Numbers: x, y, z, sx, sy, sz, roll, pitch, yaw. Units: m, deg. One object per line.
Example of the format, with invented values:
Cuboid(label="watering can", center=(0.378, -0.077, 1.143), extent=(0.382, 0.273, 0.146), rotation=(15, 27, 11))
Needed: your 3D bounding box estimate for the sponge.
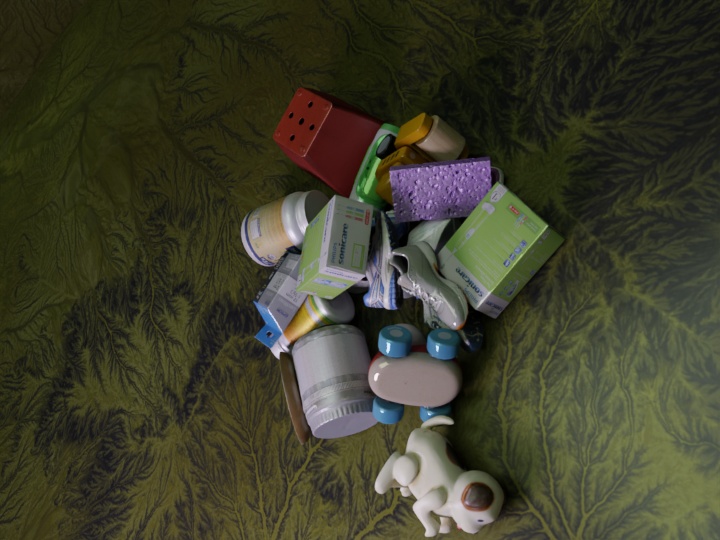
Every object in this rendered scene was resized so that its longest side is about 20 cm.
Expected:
Cuboid(label="sponge", center=(0.161, -0.158, 1.355), extent=(0.198, 0.113, 0.030), rotation=(-4, 26, 7))

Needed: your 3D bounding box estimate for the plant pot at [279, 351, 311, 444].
Cuboid(label="plant pot", center=(-0.135, 0.268, 1.467), extent=(0.027, 0.201, 0.202), rotation=(-14, 63, -1))

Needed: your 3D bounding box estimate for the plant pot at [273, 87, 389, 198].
Cuboid(label="plant pot", center=(-0.080, -0.311, 1.599), extent=(0.200, 0.176, 0.201), rotation=(36, 99, 39))

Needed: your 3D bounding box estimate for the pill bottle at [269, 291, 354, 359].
Cuboid(label="pill bottle", center=(-0.114, 0.118, 1.524), extent=(0.200, 0.110, 0.112), rotation=(-42, 54, 30))

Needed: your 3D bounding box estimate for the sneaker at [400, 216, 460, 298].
Cuboid(label="sneaker", center=(0.126, -0.035, 1.419), extent=(0.080, 0.070, 0.201), rotation=(32, 89, 38))

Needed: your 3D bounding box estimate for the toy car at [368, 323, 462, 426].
Cuboid(label="toy car", center=(0.103, 0.165, 1.336), extent=(0.201, 0.175, 0.186), rotation=(-88, 1, -63))

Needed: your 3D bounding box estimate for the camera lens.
Cuboid(label="camera lens", center=(-0.050, 0.223, 1.413), extent=(0.159, 0.159, 0.202), rotation=(-31, 58, 27))

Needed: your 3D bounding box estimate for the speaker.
Cuboid(label="speaker", center=(0.044, -0.219, 1.530), extent=(0.088, 0.088, 0.202), rotation=(25, 92, 40))

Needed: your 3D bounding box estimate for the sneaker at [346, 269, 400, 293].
Cuboid(label="sneaker", center=(0.000, 0.000, 1.474), extent=(0.199, 0.115, 0.077), rotation=(-4, 73, 38))

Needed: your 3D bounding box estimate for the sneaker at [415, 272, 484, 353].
Cuboid(label="sneaker", center=(0.170, 0.092, 1.348), extent=(0.085, 0.077, 0.201), rotation=(-51, 43, 26))

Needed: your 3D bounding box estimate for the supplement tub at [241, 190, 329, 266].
Cuboid(label="supplement tub", center=(-0.166, -0.101, 1.620), extent=(0.199, 0.144, 0.146), rotation=(-17, 66, 34))

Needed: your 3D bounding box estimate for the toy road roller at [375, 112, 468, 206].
Cuboid(label="toy road roller", center=(0.111, -0.210, 1.405), extent=(0.199, 0.122, 0.147), rotation=(-23, 41, 53))

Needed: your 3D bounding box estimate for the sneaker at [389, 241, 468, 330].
Cuboid(label="sneaker", center=(0.118, 0.034, 1.274), extent=(0.201, 0.091, 0.076), rotation=(57, 139, 31))

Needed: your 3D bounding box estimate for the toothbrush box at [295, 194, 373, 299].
Cuboid(label="toothbrush box", center=(-0.054, -0.040, 1.366), extent=(0.200, 0.085, 0.147), rotation=(141, 139, -64))

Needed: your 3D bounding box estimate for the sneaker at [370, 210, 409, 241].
Cuboid(label="sneaker", center=(0.005, -0.071, 1.477), extent=(0.199, 0.089, 0.079), rotation=(-19, 107, 31))

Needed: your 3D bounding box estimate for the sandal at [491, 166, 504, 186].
Cuboid(label="sandal", center=(0.197, -0.180, 1.418), extent=(0.201, 0.050, 0.083), rotation=(-13, 68, 36))

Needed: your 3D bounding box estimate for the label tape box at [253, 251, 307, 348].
Cuboid(label="label tape box", center=(-0.179, 0.060, 1.507), extent=(0.201, 0.066, 0.143), rotation=(-56, 20, -9))

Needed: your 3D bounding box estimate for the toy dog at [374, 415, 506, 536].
Cuboid(label="toy dog", center=(0.162, 0.381, 1.226), extent=(0.199, 0.140, 0.195), rotation=(26, 79, 37))

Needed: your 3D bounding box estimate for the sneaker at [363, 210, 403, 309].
Cuboid(label="sneaker", center=(0.031, -0.021, 1.362), extent=(0.084, 0.077, 0.202), rotation=(-8, 71, 16))

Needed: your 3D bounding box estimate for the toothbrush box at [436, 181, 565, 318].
Cuboid(label="toothbrush box", center=(0.256, -0.038, 1.292), extent=(0.200, 0.086, 0.146), rotation=(-51, 51, 13))
